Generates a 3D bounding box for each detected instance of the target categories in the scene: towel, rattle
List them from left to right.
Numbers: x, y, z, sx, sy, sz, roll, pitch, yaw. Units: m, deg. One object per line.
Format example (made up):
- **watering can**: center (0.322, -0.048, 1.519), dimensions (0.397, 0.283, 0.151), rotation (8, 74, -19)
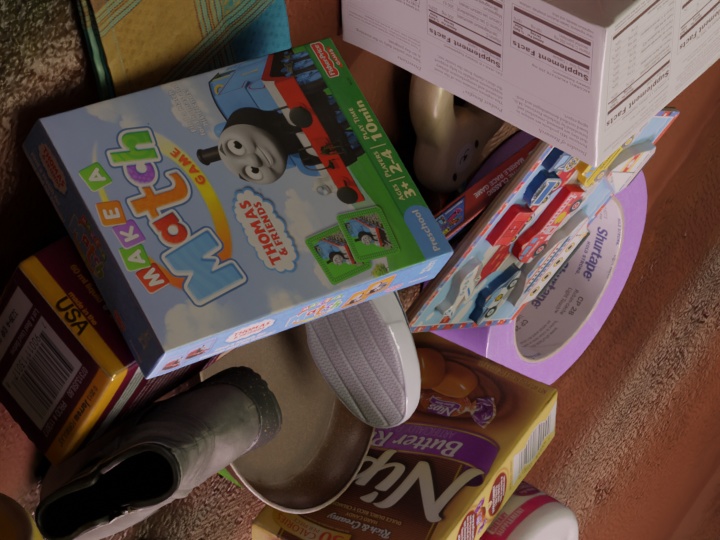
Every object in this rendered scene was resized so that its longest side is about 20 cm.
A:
- **towel**: center (-0.098, -0.142, 1.529), dimensions (0.147, 0.022, 0.200), rotation (-45, 148, -27)
- **rattle**: center (0.104, -0.091, 1.796), dimensions (0.130, 0.143, 0.200), rotation (-41, 145, -67)

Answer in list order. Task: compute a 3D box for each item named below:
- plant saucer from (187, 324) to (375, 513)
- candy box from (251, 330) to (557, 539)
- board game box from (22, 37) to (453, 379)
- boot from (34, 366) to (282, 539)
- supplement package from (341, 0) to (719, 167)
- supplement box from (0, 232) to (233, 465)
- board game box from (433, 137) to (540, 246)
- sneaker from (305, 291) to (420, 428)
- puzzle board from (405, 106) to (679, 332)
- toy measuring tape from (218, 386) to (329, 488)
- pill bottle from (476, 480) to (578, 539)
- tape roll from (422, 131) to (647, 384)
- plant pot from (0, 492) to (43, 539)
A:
- **plant saucer**: center (-0.053, 0.053, 1.696), dimensions (0.200, 0.032, 0.201), rotation (15, 72, -56)
- **candy box**: center (0.031, 0.136, 1.768), dimensions (0.200, 0.117, 0.057), rotation (-51, 154, -32)
- **board game box**: center (-0.066, -0.038, 1.490), dimensions (0.200, 0.151, 0.037), rotation (-20, 162, -33)
- **boot**: center (-0.148, 0.121, 1.550), dimensions (0.200, 0.068, 0.131), rotation (-31, 179, 38)
- **supplement package**: center (0.111, -0.182, 1.646), dimensions (0.156, 0.200, 0.111), rotation (-40, 146, -34)
- **supplement box**: center (-0.112, 0.010, 1.532), dimensions (0.200, 0.086, 0.110), rotation (-33, 168, -38)
- **board game box**: center (0.084, -0.047, 1.801), dimensions (0.200, 0.019, 0.103), rotation (-37, 176, -12)
- **sneaker**: center (0.000, 0.000, 1.691), dimensions (0.071, 0.073, 0.200), rotation (-39, 117, -48)
- **puzzle board**: center (0.124, -0.033, 1.808), dimensions (0.200, 0.017, 0.151), rotation (-52, 155, 22)
- **toy measuring tape**: center (-0.047, 0.099, 1.789), dimensions (0.200, 0.073, 0.074), rotation (-22, 134, -51)
- **pill bottle**: center (0.040, 0.167, 1.854), dimensions (0.113, 0.200, 0.114), rotation (-40, 146, -34)
- **tape roll**: center (0.129, -0.007, 1.987), dimensions (0.200, 0.066, 0.200), rotation (-40, 146, -33)
- **plant pot**: center (-0.223, 0.233, 1.504), dimensions (0.201, 0.200, 0.189), rotation (-36, 129, -38)
